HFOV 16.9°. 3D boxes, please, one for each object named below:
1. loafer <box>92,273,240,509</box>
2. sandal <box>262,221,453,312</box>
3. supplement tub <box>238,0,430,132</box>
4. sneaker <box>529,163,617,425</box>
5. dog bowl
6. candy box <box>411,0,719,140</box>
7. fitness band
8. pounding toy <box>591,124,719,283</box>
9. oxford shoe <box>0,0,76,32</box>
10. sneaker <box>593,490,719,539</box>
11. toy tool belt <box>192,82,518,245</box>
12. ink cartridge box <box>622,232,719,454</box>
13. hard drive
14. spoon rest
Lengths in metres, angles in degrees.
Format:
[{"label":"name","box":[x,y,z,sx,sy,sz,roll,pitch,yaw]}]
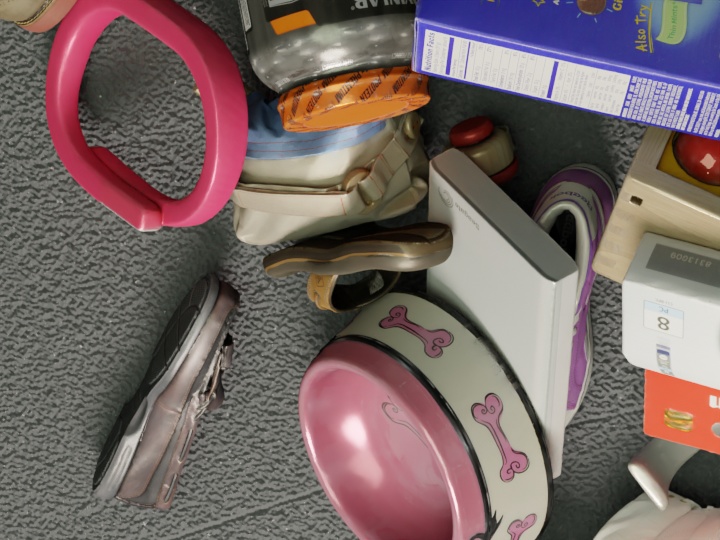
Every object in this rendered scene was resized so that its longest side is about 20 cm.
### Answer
[{"label":"loafer","box":[-0.127,0.090,1.739,0.063,0.072,0.201,23,118,-15]},{"label":"sandal","box":[0.000,0.000,1.615,0.199,0.081,0.055,-2,103,57]},{"label":"supplement tub","box":[-0.021,-0.195,1.523,0.122,0.122,0.202,-13,85,17]},{"label":"sneaker","box":[0.120,0.035,1.628,0.072,0.114,0.202,10,110,9]},{"label":"dog bowl","box":[0.036,0.117,1.637,0.200,0.074,0.201,37,143,34]},{"label":"candy box","box":[0.142,-0.185,1.466,0.198,0.077,0.170,13,66,3]},{"label":"fitness band","box":[-0.145,-0.111,1.638,0.200,0.037,0.145,36,116,41]},{"label":"pounding toy","box":[0.249,-0.087,1.526,0.183,0.201,0.143,24,145,6]},{"label":"oxford shoe","box":[-0.199,-0.247,1.630,0.071,0.074,0.201,49,116,36]},{"label":"sneaker","box":[0.252,0.172,1.656,0.199,0.116,0.074,-22,120,-17]},{"label":"toy tool belt","box":[-0.005,-0.098,1.615,0.198,0.125,0.124,-12,112,17]},{"label":"ink cartridge box","box":[0.244,0.074,1.516,0.159,0.047,0.201,15,141,19]},{"label":"hard drive","box":[0.089,0.033,1.591,0.132,0.027,0.201,46,151,34]},{"label":"spoon rest","box":[0.268,0.081,1.643,0.200,0.061,0.100,-37,97,8]}]
